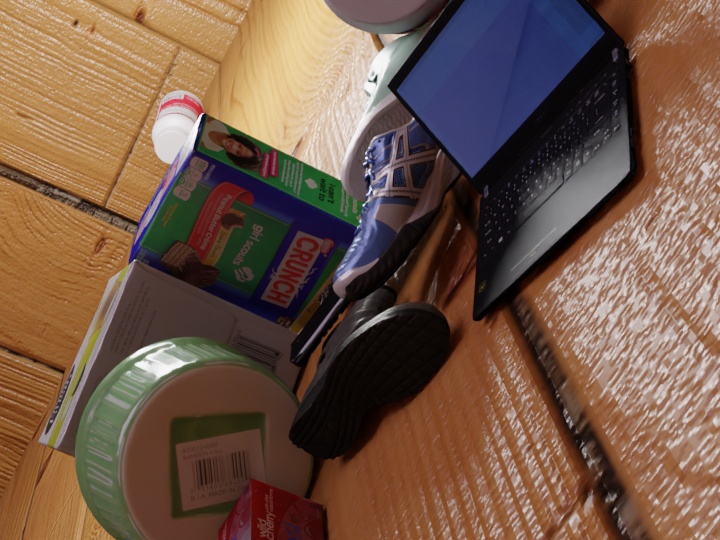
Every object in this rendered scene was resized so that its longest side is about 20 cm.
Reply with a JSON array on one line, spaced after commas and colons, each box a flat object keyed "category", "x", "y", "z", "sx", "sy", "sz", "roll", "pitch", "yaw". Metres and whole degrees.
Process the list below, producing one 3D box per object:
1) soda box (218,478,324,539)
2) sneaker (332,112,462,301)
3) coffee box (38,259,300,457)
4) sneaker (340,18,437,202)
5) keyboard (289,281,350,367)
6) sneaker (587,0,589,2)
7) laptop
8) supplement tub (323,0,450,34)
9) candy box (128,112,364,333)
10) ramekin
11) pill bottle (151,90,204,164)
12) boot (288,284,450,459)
[{"category": "soda box", "x": -0.067, "y": 0.250, "z": 0.853, "sx": 0.063, "sy": 0.070, "sz": 0.200, "roll": -59, "pitch": 18, "yaw": 23}, {"category": "sneaker", "x": 0.029, "y": -0.063, "z": 0.922, "sx": 0.200, "sy": 0.077, "sz": 0.076, "roll": -57, "pitch": 0, "yaw": -17}, {"category": "coffee box", "x": -0.200, "y": 0.128, "z": 1.195, "sx": 0.198, "sy": 0.200, "sz": 0.200, "roll": -16, "pitch": 51, "yaw": 68}, {"category": "sneaker", "x": 0.030, "y": -0.148, "z": 1.098, "sx": 0.201, "sy": 0.074, "sz": 0.118, "roll": -59, "pitch": 22, "yaw": -13}, {"category": "keyboard", "x": 0.000, "y": 0.000, "z": 1.036, "sx": 0.200, "sy": 0.021, "sz": 0.127, "roll": -52, "pitch": 9, "yaw": 8}, {"category": "sneaker", "x": 0.160, "y": -0.244, "z": 0.871, "sx": 0.076, "sy": 0.075, "sz": 0.200, "roll": 31, "pitch": 107, "yaw": 66}, {"category": "laptop", "x": 0.095, "y": -0.102, "z": 0.794, "sx": 0.177, "sy": 0.103, "sz": 0.200, "roll": -49, "pitch": 23, "yaw": 44}, {"category": "supplement tub", "x": 0.029, "y": -0.306, "z": 1.127, "sx": 0.140, "sy": 0.140, "sz": 0.200, "roll": -61, "pitch": -1, "yaw": 14}, {"category": "candy box", "x": -0.110, "y": -0.041, "z": 1.159, "sx": 0.169, "sy": 0.200, "sz": 0.077, "roll": -53, "pitch": 23, "yaw": 37}, {"category": "ramekin", "x": -0.137, "y": 0.160, "z": 0.986, "sx": 0.098, "sy": 0.200, "sz": 0.200, "roll": 2, "pitch": 68, "yaw": 63}, {"category": "pill bottle", "x": -0.429, "y": -0.333, "z": 2.664, "sx": 0.112, "sy": 0.112, "sz": 0.200, "roll": -56, "pitch": 19, "yaw": 28}, {"category": "boot", "x": 0.007, "y": 0.054, "z": 0.919, "sx": 0.200, "sy": 0.068, "sz": 0.131, "roll": -48, "pitch": 18, "yaw": 41}]
